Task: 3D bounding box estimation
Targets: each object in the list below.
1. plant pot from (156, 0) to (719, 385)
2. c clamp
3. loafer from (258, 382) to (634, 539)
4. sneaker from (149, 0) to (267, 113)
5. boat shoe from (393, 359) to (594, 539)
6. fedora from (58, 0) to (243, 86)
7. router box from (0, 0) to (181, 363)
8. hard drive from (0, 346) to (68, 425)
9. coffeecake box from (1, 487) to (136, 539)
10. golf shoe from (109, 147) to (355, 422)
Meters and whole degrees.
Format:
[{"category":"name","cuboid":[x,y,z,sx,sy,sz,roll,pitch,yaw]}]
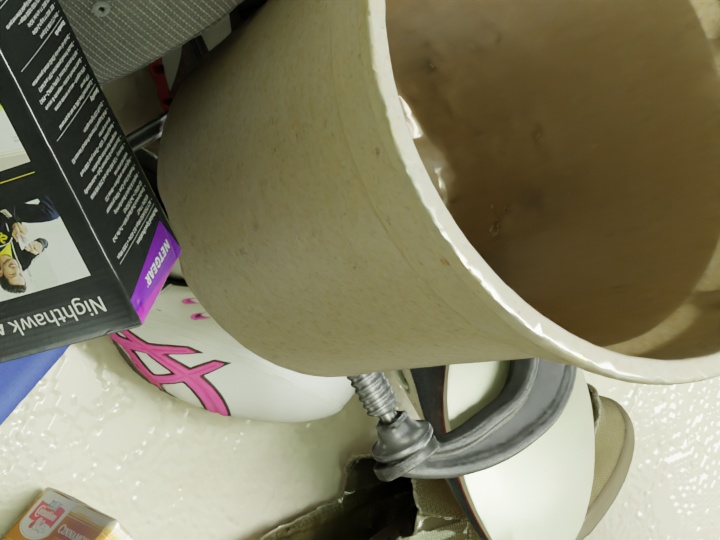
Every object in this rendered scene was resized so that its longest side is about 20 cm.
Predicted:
[{"category":"plant pot","cuboid":[0.031,-0.044,0.750,0.200,0.183,0.202,11,70,-34]},{"category":"c clamp","cuboid":[0.000,0.000,0.849,0.171,0.027,0.201,-42,104,-36]},{"category":"loafer","cuboid":[0.035,0.103,0.952,0.200,0.076,0.068,-36,119,-23]},{"category":"sneaker","cuboid":[-0.041,-0.118,0.865,0.071,0.098,0.202,-14,105,-31]},{"category":"boat shoe","cuboid":[0.040,0.026,0.919,0.071,0.062,0.201,-15,85,-33]},{"category":"fedora","cuboid":[-0.103,-0.118,0.773,0.199,0.177,0.091,-15,114,14]},{"category":"router box","cuboid":[-0.179,-0.031,0.709,0.051,0.199,0.150,-69,140,-56]},{"category":"hard drive","cuboid":[-0.217,0.056,0.823,0.200,0.025,0.132,-50,117,-16]},{"category":"coffeecake box","cuboid":[-0.125,0.214,0.871,0.200,0.073,0.154,-50,118,-16]},{"category":"golf shoe","cuboid":[-0.069,0.007,0.868,0.200,0.092,0.073,35,78,-31]}]
